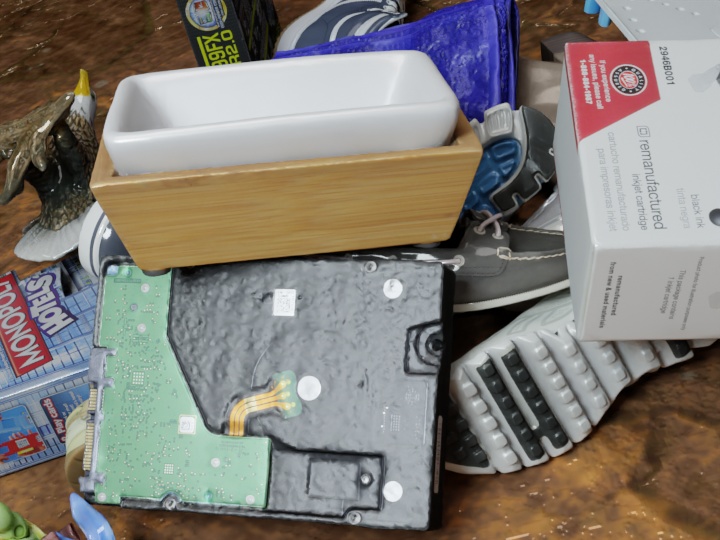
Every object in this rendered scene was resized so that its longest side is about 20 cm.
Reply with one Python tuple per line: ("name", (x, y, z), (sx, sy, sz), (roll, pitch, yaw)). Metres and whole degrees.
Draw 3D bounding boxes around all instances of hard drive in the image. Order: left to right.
("hard drive", (-0.051, 0.063, 0.730), (0.199, 0.038, 0.141), (1, 81, 16))

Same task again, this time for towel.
("towel", (0.018, -0.114, 0.967), (0.199, 0.050, 0.149), (-11, 65, 28))

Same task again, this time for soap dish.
("soap dish", (-0.042, -0.063, 0.749), (0.199, 0.082, 0.157), (-5, 21, -4))

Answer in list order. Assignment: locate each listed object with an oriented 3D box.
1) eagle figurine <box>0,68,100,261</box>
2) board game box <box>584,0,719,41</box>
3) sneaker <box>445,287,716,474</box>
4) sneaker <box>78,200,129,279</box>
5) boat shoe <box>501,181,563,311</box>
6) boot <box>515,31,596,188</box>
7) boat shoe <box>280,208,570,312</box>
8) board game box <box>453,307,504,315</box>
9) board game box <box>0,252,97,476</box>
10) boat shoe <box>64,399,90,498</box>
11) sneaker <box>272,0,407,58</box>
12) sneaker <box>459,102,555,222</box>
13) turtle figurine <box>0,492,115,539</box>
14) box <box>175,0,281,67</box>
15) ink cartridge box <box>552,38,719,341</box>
("eagle figurine", (-0.200, -0.071, 0.994), (0.151, 0.200, 0.151), (31, 85, 23))
("board game box", (0.276, -0.154, 0.946), (0.199, 0.026, 0.200), (0, 32, -12))
("sneaker", (0.113, 0.048, 0.767), (0.199, 0.075, 0.081), (-28, 15, -11))
("sneaker", (-0.084, -0.033, 0.875), (0.079, 0.079, 0.200), (26, 33, 34))
("boat shoe", (0.157, -0.052, 0.828), (0.200, 0.072, 0.069), (-39, 50, 14))
("boot", (0.123, -0.100, 0.965), (0.199, 0.070, 0.147), (-26, 43, 1))
("boat shoe", (0.034, -0.010, 0.770), (0.199, 0.057, 0.067), (-7, 17, 7))
("board game box", (0.000, 0.000, 0.915), (0.199, 0.024, 0.105), (-9, 34, 13))
("board game box", (-0.216, 0.057, 0.895), (0.199, 0.062, 0.200), (-26, 35, -14))
("boat shoe", (-0.085, 0.070, 0.809), (0.199, 0.074, 0.063), (-21, 37, -3))
("sneaker", (0.021, -0.218, 1.166), (0.108, 0.070, 0.200), (10, 45, 34))
("sneaker", (0.044, -0.025, 0.863), (0.199, 0.087, 0.075), (-31, 78, 8))
("turtle figurine", (-0.242, 0.168, 0.683), (0.193, 0.145, 0.200), (-4, 33, 25))
("box", (-0.105, -0.208, 1.128), (0.044, 0.161, 0.200), (-11, 35, 6))
("ink cartridge box", (0.208, -0.045, 0.707), (0.199, 0.084, 0.145), (-1, 52, 1))
